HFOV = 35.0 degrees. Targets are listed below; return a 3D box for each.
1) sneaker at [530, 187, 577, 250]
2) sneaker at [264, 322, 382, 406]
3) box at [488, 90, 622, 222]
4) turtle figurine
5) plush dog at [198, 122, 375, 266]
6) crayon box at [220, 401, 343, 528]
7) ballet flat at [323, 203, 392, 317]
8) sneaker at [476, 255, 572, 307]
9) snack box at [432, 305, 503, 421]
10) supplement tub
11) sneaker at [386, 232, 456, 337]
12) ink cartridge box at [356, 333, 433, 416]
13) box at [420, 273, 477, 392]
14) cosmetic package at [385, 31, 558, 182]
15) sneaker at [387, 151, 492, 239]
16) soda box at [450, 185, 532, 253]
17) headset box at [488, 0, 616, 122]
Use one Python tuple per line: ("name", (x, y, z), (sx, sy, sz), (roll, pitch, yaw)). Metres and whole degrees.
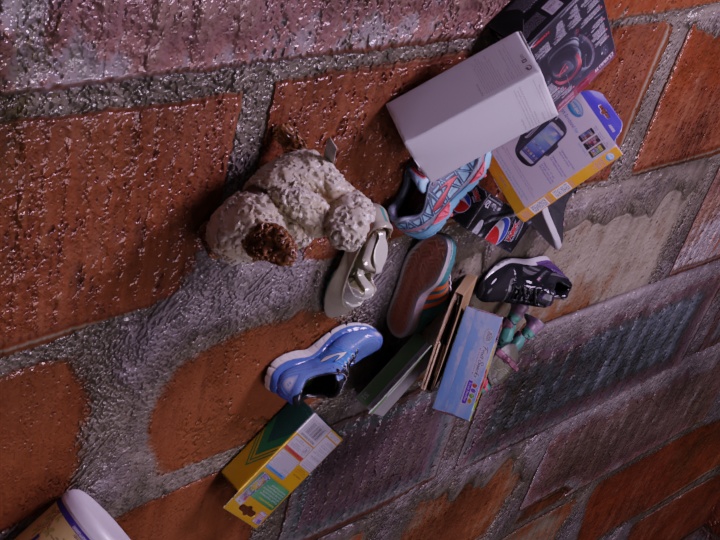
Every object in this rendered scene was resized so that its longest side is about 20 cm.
("sneaker", (0.329, -0.115, 1.885), (0.099, 0.071, 0.200), (-38, 141, -7))
("sneaker", (-0.042, 0.149, 1.710), (0.200, 0.089, 0.079), (-28, 142, -29))
("box", (0.290, -0.176, 1.686), (0.200, 0.119, 0.041), (-34, 150, 13))
("turtle figurine", (0.239, 0.149, 2.031), (0.200, 0.101, 0.150), (-50, 147, -8))
("plush dog", (-0.107, -0.070, 1.374), (0.172, 0.200, 0.161), (-40, 113, -29))
("crayon box", (-0.132, 0.301, 1.793), (0.200, 0.052, 0.126), (-46, 147, -6))
("ballet flat", (0.000, 0.000, 1.631), (0.069, 0.069, 0.200), (-13, 133, -42))
("sneaker", (0.289, 0.027, 1.967), (0.200, 0.088, 0.076), (-14, 134, -40))
("snack box", (0.173, 0.148, 1.820), (0.200, 0.068, 0.169), (34, 75, -83))
("supplement tub", (-0.404, 0.403, 1.499), (0.200, 0.145, 0.145), (-42, 146, -10))
("sneaker", (0.108, 0.017, 1.773), (0.080, 0.071, 0.200), (-15, 142, -41))
("ink cartridge box", (0.057, 0.165, 1.817), (0.146, 0.048, 0.200), (-48, 167, -1))
("box", (0.143, 0.095, 1.816), (0.200, 0.021, 0.164), (-33, 141, -75))
("cosmetic package", (0.148, -0.213, 1.515), (0.200, 0.081, 0.113), (-26, 148, 8))
("sneaker", (0.110, -0.133, 1.614), (0.095, 0.079, 0.200), (13, 113, -51))
("soda box", (0.190, -0.085, 1.740), (0.063, 0.071, 0.200), (-56, 152, 8))
("headset box", (0.277, -0.319, 1.620), (0.149, 0.075, 0.200), (-45, 146, -5))
